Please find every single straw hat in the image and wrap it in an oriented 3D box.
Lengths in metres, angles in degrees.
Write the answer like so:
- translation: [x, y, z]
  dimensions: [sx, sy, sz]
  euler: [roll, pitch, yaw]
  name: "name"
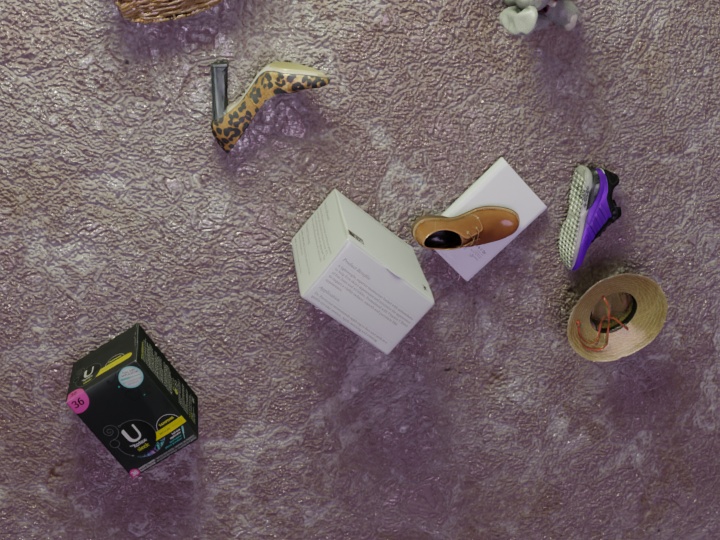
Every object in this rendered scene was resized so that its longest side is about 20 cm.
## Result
- translation: [0.478, 0.070, 1.781]
  dimensions: [0.196, 0.086, 0.205]
  euler: [-2, 120, -4]
  name: "straw hat"

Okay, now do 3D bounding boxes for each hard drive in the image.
- translation: [0.224, -0.090, 1.681]
  dimensions: [0.200, 0.026, 0.132]
  euler: [-43, 117, 12]
  name: "hard drive"

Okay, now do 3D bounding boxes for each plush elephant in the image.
- translation: [0.276, -0.444, 1.433]
  dimensions: [0.196, 0.156, 0.168]
  euler: [-1, 118, -11]
  name: "plush elephant"

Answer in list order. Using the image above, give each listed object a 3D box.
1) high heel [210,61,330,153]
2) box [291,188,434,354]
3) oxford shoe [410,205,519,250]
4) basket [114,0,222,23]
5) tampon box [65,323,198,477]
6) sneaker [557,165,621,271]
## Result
- translation: [-0.144, -0.258, 1.490]
  dimensions: [0.196, 0.072, 0.145]
  euler: [3, 111, 6]
  name: "high heel"
- translation: [0.000, 0.000, 1.584]
  dimensions: [0.198, 0.201, 0.131]
  euler: [35, 108, -25]
  name: "box"
- translation: [0.192, -0.064, 1.634]
  dimensions: [0.196, 0.072, 0.073]
  euler: [-10, 118, -7]
  name: "oxford shoe"
- translation: [-0.279, -0.471, 1.364]
  dimensions: [0.196, 0.151, 0.143]
  euler: [-17, 153, -2]
  name: "basket"
- translation: [-0.404, 0.233, 1.666]
  dimensions: [0.148, 0.127, 0.201]
  euler: [-30, 118, 5]
  name: "tampon box"
- translation: [0.427, -0.090, 1.697]
  dimensions: [0.097, 0.070, 0.204]
  euler: [0, 118, -14]
  name: "sneaker"
